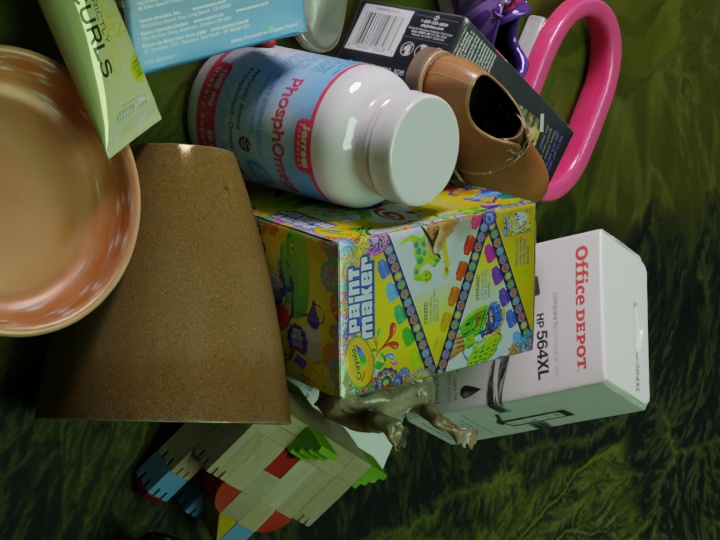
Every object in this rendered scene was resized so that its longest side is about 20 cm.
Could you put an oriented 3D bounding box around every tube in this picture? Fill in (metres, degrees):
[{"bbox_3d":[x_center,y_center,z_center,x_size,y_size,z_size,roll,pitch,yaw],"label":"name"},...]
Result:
[{"bbox_3d":[-0.191,-0.181,1.378,0.058,0.052,0.201,-26,106,-17],"label":"tube"}]

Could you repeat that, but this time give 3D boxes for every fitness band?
[{"bbox_3d":[0.188,-0.163,1.901,0.144,0.037,0.201,30,80,-51],"label":"fitness band"}]

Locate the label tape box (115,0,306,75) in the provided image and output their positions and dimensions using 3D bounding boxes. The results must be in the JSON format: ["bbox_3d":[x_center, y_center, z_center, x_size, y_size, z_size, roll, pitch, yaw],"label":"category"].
[{"bbox_3d":[-0.123,-0.255,1.440,0.144,0.063,0.201,-17,117,-26],"label":"label tape box"}]

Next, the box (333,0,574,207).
[{"bbox_3d":[0.072,-0.129,1.703,0.200,0.122,0.106,40,73,-49],"label":"box"}]

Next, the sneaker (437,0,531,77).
[{"bbox_3d":[0.108,-0.250,1.736,0.081,0.083,0.200,-45,132,-32],"label":"sneaker"}]

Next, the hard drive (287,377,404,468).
[{"bbox_3d":[-0.022,0.093,1.742,0.200,0.026,0.132,34,76,-50],"label":"hard drive"}]

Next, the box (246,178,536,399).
[{"bbox_3d":[0.000,0.000,1.569,0.192,0.200,0.122,-11,109,-35],"label":"box"}]

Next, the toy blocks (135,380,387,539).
[{"bbox_3d":[-0.088,0.164,1.629,0.137,0.100,0.200,-45,140,7],"label":"toy blocks"}]

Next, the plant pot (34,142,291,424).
[{"bbox_3d":[-0.141,0.012,1.473,0.186,0.186,0.201,8,81,-51],"label":"plant pot"}]

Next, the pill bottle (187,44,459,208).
[{"bbox_3d":[-0.028,-0.108,1.527,0.109,0.200,0.109,-20,117,-46],"label":"pill bottle"}]

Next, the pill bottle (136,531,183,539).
[{"bbox_3d":[-0.192,0.303,1.540,0.200,0.112,0.112,-44,133,-33],"label":"pill bottle"}]

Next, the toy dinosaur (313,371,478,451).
[{"bbox_3d":[0.009,0.098,1.644,0.200,0.135,0.086,-1,98,-53],"label":"toy dinosaur"}]

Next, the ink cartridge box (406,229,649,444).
[{"bbox_3d":[0.145,0.059,1.763,0.084,0.199,0.146,31,52,-49],"label":"ink cartridge box"}]

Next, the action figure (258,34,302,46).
[{"bbox_3d":[-0.074,-0.276,1.534,0.065,0.052,0.201,-25,124,-49],"label":"action figure"}]

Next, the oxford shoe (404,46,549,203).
[{"bbox_3d":[0.109,-0.102,1.605,0.200,0.071,0.071,42,71,-50],"label":"oxford shoe"}]

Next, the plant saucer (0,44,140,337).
[{"bbox_3d":[-0.244,-0.052,1.362,0.200,0.037,0.201,8,76,-33],"label":"plant saucer"}]

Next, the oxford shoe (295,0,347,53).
[{"bbox_3d":[-0.019,-0.271,1.598,0.075,0.058,0.201,-7,109,-52],"label":"oxford shoe"}]
